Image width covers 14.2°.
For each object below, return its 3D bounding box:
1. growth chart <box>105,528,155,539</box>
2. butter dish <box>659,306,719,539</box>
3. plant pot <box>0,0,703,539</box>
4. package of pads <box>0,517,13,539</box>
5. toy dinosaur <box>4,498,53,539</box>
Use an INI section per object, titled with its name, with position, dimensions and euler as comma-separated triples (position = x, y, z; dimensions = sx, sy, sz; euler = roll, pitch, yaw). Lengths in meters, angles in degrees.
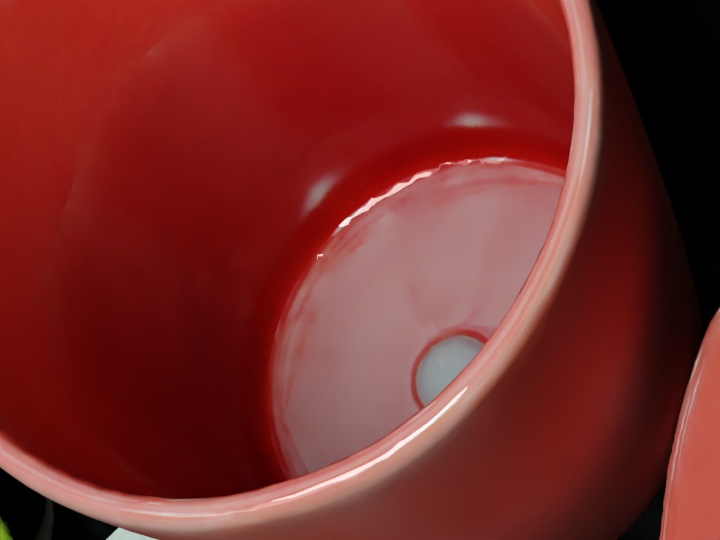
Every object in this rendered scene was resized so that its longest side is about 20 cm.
[growth chart]
position = -0.030, 0.104, 0.845
dimensions = 0.144, 0.200, 0.018
euler = 25, 144, 28
[butter dish]
position = 0.144, 0.060, 0.752
dimensions = 0.148, 0.199, 0.201
euler = 22, 114, 49
[plant pot]
position = 0.000, 0.000, 0.777
dimensions = 0.199, 0.177, 0.202
euler = -10, 64, 21
[package of pads]
position = -0.186, 0.069, 0.885
dimensions = 0.154, 0.068, 0.201
euler = 0, 123, 43
[toy dinosaur]
position = -0.085, 0.176, 0.954
dimensions = 0.200, 0.077, 0.103
euler = 41, 135, 24
